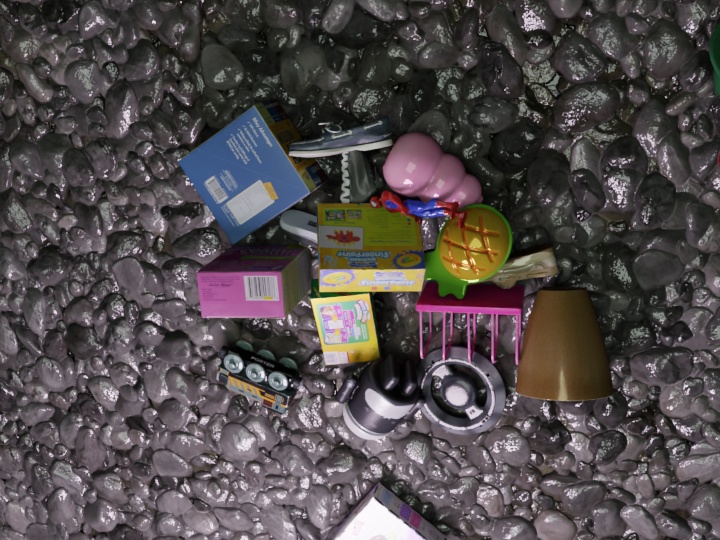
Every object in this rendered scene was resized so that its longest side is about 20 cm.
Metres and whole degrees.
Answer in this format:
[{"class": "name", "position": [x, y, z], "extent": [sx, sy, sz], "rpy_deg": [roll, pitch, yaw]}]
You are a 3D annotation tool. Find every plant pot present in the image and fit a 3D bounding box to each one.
[{"class": "plant pot", "position": [0.392, 0.135, 1.679], "extent": [0.185, 0.186, 0.202], "rpy_deg": [0, 93, 13]}]

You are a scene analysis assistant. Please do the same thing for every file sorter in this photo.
[{"class": "file sorter", "position": [0.219, 0.106, 1.719], "extent": [0.198, 0.139, 0.126], "rpy_deg": [2, 108, 13]}]

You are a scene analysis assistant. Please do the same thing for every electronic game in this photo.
[{"class": "electronic game", "position": [0.205, 0.250, 1.814], "extent": [0.198, 0.042, 0.202], "rpy_deg": [7, 111, 20]}]

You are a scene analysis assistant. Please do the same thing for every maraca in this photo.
[{"class": "maraca", "position": [0.200, -0.036, 1.652], "extent": [0.137, 0.107, 0.200], "rpy_deg": [48, 114, 12]}]

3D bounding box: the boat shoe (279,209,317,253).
[{"class": "boat shoe", "position": [-0.075, -0.059, 1.773], "extent": [0.199, 0.070, 0.067], "rpy_deg": [19, 139, 14]}]

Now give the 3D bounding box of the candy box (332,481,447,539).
[{"class": "candy box", "position": [0.063, 0.599, 1.936], "extent": [0.200, 0.072, 0.168], "rpy_deg": [39, 111, -1]}]

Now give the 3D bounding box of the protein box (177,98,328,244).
[{"class": "protein box", "position": [-0.210, -0.198, 1.732], "extent": [0.199, 0.135, 0.199], "rpy_deg": [-31, 97, 20]}]

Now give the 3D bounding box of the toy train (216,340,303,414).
[{"class": "toy train", "position": [-0.222, 0.233, 1.894], "extent": [0.199, 0.085, 0.115], "rpy_deg": [20, 119, 7]}]

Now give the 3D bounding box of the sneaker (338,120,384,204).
[{"class": "sneaker", "position": [0.005, -0.194, 1.724], "extent": [0.090, 0.067, 0.202], "rpy_deg": [5, 108, 5]}]

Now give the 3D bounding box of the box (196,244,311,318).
[{"class": "box", "position": [-0.208, 0.019, 1.761], "extent": [0.174, 0.200, 0.097], "rpy_deg": [0, 106, 14]}]

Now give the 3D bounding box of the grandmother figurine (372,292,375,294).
[{"class": "grandmother figurine", "position": [0.000, 0.000, 1.784], "extent": [0.199, 0.061, 0.122], "rpy_deg": [-36, 89, 17]}]

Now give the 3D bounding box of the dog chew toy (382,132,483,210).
[{"class": "dog chew toy", "position": [0.144, -0.177, 1.668], "extent": [0.199, 0.125, 0.125], "rpy_deg": [30, 111, -5]}]

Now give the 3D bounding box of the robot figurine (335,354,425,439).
[{"class": "robot figurine", "position": [0.044, 0.261, 1.802], "extent": [0.150, 0.125, 0.200], "rpy_deg": [42, 128, 12]}]

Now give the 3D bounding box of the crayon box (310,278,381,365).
[{"class": "crayon box", "position": [-0.027, 0.102, 1.766], "extent": [0.118, 0.059, 0.201], "rpy_deg": [-5, 132, 5]}]

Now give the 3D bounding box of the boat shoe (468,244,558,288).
[{"class": "boat shoe", "position": [0.286, 0.006, 1.709], "extent": [0.199, 0.071, 0.065], "rpy_deg": [-15, 104, 17]}]

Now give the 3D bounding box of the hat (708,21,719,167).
[{"class": "hat", "position": [0.657, -0.333, 1.551], "extent": [0.165, 0.176, 0.201], "rpy_deg": [32, 73, 4]}]

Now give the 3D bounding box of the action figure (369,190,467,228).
[{"class": "action figure", "position": [0.099, -0.116, 1.636], "extent": [0.199, 0.065, 0.052], "rpy_deg": [16, 82, 36]}]

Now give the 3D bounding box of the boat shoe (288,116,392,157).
[{"class": "boat shoe", "position": [-0.039, -0.251, 1.640], "extent": [0.198, 0.075, 0.062], "rpy_deg": [-8, 99, 3]}]

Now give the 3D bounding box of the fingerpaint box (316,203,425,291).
[{"class": "fingerpaint box", "position": [0.016, -0.044, 1.678], "extent": [0.198, 0.168, 0.074], "rpy_deg": [-1, 142, -6]}]
